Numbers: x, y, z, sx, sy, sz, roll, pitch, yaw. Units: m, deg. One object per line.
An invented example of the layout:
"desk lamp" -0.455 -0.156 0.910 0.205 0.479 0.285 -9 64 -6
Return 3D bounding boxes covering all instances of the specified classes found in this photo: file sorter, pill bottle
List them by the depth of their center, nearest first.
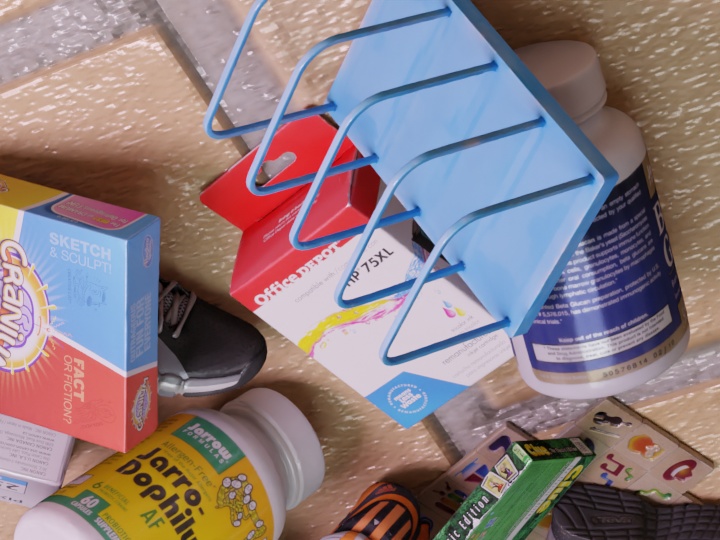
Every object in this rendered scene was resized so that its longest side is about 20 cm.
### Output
"file sorter" 0.021 -0.064 1.472 0.123 0.200 0.139 -18 149 -37
"pill bottle" 0.127 -0.033 1.555 0.111 0.111 0.200 -10 115 16
"pill bottle" -0.121 0.161 1.702 0.113 0.200 0.113 30 136 34

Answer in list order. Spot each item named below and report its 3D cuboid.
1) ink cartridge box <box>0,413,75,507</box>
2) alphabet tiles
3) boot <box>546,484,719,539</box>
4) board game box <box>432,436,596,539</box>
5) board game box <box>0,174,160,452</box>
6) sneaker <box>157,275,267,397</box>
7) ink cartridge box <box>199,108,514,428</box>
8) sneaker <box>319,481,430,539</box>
"ink cartridge box" -0.300 0.120 1.743 0.200 0.045 0.176 15 162 -6
"alphabet tiles" 0.145 0.166 1.806 0.167 0.008 0.200 33 127 -20
"boot" 0.218 0.225 1.809 0.200 0.070 0.132 17 135 7
"board game box" 0.072 0.192 1.738 0.200 0.023 0.105 -52 154 17
"board game box" -0.222 0.017 1.631 0.200 0.040 0.153 15 119 23
"sneaker" -0.155 0.011 1.667 0.200 0.075 0.116 10 129 0
"ink cartridge box" 0.000 0.000 1.640 0.200 0.067 0.116 37 125 -23
"sneaker" -0.009 0.223 1.802 0.078 0.112 0.200 44 133 4
